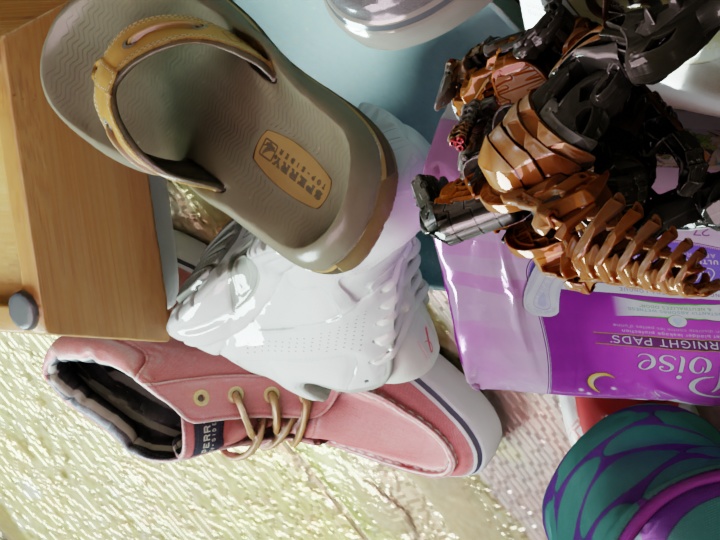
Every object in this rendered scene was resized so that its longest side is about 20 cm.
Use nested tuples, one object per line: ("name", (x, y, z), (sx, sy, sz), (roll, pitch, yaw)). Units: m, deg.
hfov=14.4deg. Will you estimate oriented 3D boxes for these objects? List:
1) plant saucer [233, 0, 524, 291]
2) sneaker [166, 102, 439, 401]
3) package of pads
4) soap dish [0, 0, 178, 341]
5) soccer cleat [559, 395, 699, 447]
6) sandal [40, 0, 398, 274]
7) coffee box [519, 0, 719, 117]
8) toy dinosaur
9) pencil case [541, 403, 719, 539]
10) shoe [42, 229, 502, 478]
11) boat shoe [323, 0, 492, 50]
("plant saucer", (0.008, -0.076, 1.139), (0.200, 0.036, 0.200), (23, 144, 18))
("sneaker", (0.000, 0.000, 1.152), (0.099, 0.078, 0.200), (34, 155, -10))
("package of pads", (0.130, -0.009, 1.031), (0.199, 0.076, 0.121), (3, 135, 19))
("soap dish", (-0.177, -0.045, 1.256), (0.200, 0.081, 0.158), (2, 104, 41))
("soccer cleat", (0.117, 0.115, 1.225), (0.085, 0.069, 0.200), (-8, 128, 34))
("sandal", (-0.064, -0.061, 1.085), (0.200, 0.054, 0.080), (35, 110, 42))
("coffee box", (0.153, -0.111, 0.948), (0.200, 0.080, 0.113), (15, 136, 30))
("toy dinosaur", (0.083, -0.035, 0.899), (0.102, 0.136, 0.200), (57, -174, -45))
("pencil case", (0.122, 0.100, 1.058), (0.092, 0.200, 0.085), (0, 94, -4))
("shoe", (-0.042, 0.059, 1.281), (0.200, 0.091, 0.072), (27, 142, 16))
("boat shoe", (0.046, -0.162, 0.900), (0.070, 0.201, 0.071), (42, -173, 31))
